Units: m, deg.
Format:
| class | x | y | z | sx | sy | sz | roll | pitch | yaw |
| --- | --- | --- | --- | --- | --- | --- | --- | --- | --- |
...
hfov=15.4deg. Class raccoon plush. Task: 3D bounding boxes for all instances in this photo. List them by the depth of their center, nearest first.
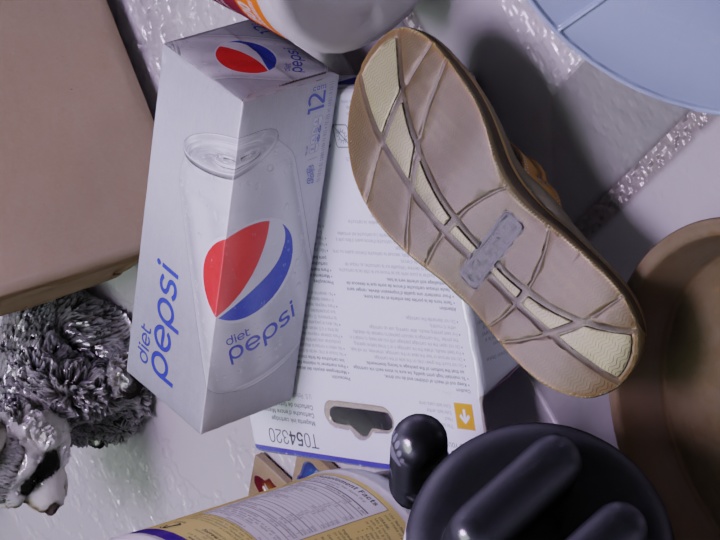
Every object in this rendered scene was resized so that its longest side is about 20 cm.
| class | x | y | z | sx | sy | sz | roll | pitch | yaw |
| --- | --- | --- | --- | --- | --- | --- | --- | --- | --- |
| raccoon plush | -0.219 | 0.056 | 1.590 | 0.200 | 0.134 | 0.097 | 50 | 141 | 25 |

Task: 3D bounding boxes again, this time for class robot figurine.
| class | x | y | z | sx | sy | sz | roll | pitch | yaw |
| --- | --- | --- | --- | --- | --- | --- | --- | --- | --- |
| robot figurine | 0.079 | 0.141 | 1.221 | 0.200 | 0.125 | 0.150 | 94 | 173 | -69 |

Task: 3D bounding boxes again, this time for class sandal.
| class | x | y | z | sx | sy | sz | roll | pitch | yaw |
| --- | --- | --- | --- | --- | --- | --- | --- | --- | --- |
| sandal | 0.064 | -0.025 | 1.225 | 0.080 | 0.054 | 0.200 | -48 | 70 | 25 |

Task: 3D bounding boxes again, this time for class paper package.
| class | x | y | z | sx | sy | sz | roll | pitch | yaw |
| --- | --- | --- | --- | --- | --- | --- | --- | --- | --- |
| paper package | -0.219 | -0.076 | 1.483 | 0.103 | 0.190 | 0.200 | -27 | 83 | 58 |

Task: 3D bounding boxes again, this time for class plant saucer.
| class | x | y | z | sx | sy | sz | roll | pitch | yaw |
| --- | --- | --- | --- | --- | --- | --- | --- | --- | --- |
| plant saucer | 0.186 | 0.070 | 1.158 | 0.200 | 0.029 | 0.200 | 27 | 126 | 43 |

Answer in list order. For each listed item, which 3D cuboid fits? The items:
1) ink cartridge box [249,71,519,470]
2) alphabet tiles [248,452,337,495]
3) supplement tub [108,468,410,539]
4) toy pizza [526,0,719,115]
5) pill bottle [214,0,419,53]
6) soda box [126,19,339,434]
| class | x | y | z | sx | sy | sz | roll | pitch | yaw |
| --- | --- | --- | --- | --- | --- | --- | --- | --- | --- |
| ink cartridge box | 0.000 | 0.000 | 1.358 | 0.196 | 0.043 | 0.200 | 4 | 109 | 50 |
| alphabet tiles | -0.003 | 0.196 | 1.483 | 0.200 | 0.008 | 0.167 | 40 | 135 | 36 |
| supplement tub | -0.035 | 0.181 | 1.342 | 0.145 | 0.200 | 0.146 | 17 | 113 | 46 |
| toy pizza | 0.145 | -0.147 | 1.051 | 0.200 | 0.032 | 0.200 | 13 | 132 | 14 |
| pill bottle | -0.062 | -0.189 | 1.290 | 0.200 | 0.114 | 0.114 | 31 | 128 | 42 |
| soda box | -0.066 | -0.021 | 1.346 | 0.068 | 0.063 | 0.200 | 37 | 131 | 36 |
